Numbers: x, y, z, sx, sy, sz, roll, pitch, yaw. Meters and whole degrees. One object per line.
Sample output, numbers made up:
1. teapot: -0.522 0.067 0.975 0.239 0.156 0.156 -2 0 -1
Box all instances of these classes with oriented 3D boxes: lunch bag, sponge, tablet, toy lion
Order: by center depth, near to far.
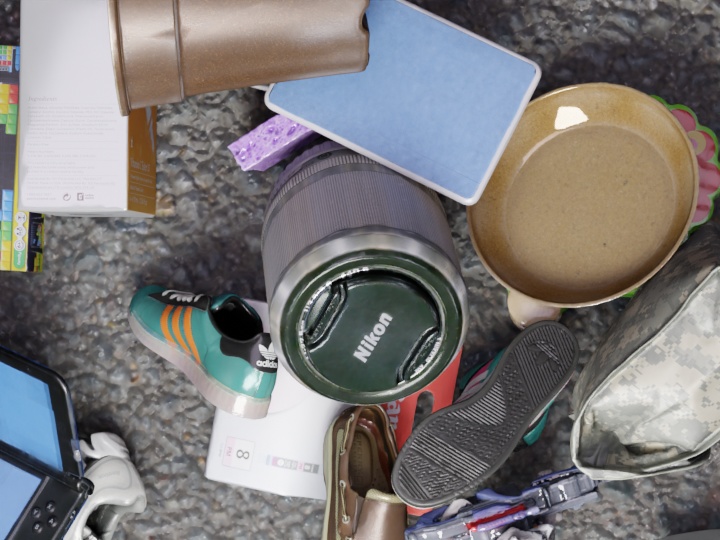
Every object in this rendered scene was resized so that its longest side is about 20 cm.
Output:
1. lunch bag: 0.247 0.078 1.488 0.118 0.164 0.200 43 105 -5
2. tablet: 0.034 -0.151 1.529 0.199 0.014 0.131 27 87 11
3. sponge: -0.016 -0.146 1.601 0.199 0.112 0.030 -31 89 5
4. toy lion: 0.215 -0.052 1.608 0.199 0.069 0.193 -8 82 6

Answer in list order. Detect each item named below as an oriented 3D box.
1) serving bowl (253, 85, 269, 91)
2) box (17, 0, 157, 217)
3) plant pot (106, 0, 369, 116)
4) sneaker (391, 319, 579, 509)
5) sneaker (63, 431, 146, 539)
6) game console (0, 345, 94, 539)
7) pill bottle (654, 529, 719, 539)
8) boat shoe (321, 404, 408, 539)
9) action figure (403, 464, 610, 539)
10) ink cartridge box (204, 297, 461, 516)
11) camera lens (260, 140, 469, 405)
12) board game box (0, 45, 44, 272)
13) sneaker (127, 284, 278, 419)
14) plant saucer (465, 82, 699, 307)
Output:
1. serving bowl: -0.058 -0.249 1.627 0.199 0.066 0.201 -1 85 7
2. box: -0.233 -0.148 1.617 0.097 0.124 0.201 1 90 5
3. plant pot: -0.095 -0.227 1.460 0.197 0.200 0.201 -4 89 -4
4. sneaker: 0.098 0.132 1.576 0.200 0.121 0.084 -42 79 -16
5. sneaker: -0.271 0.232 1.633 0.200 0.075 0.081 -43 63 5
6. game console: -0.336 0.154 1.587 0.199 0.118 0.171 20 71 33
7. pill bottle: 0.296 0.323 1.567 0.112 0.113 0.201 -9 89 5
8. boat shoe: 0.007 0.203 1.546 0.074 0.075 0.203 2 61 -24
9. action figure: 0.144 0.219 1.542 0.199 0.193 0.105 -18 89 5
10. ink cartridge box: -0.024 0.121 1.633 0.199 0.057 0.163 11 90 10
11. camera lens: 0.000 0.000 1.532 0.159 0.200 0.161 -3 122 -5
12. board game box: -0.364 -0.101 1.664 0.164 0.057 0.201 2 90 4
13. sneaker: -0.127 0.048 1.590 0.200 0.071 0.080 35 110 45
14. plant saucer: 0.187 -0.059 1.559 0.199 0.035 0.201 -9 67 21
